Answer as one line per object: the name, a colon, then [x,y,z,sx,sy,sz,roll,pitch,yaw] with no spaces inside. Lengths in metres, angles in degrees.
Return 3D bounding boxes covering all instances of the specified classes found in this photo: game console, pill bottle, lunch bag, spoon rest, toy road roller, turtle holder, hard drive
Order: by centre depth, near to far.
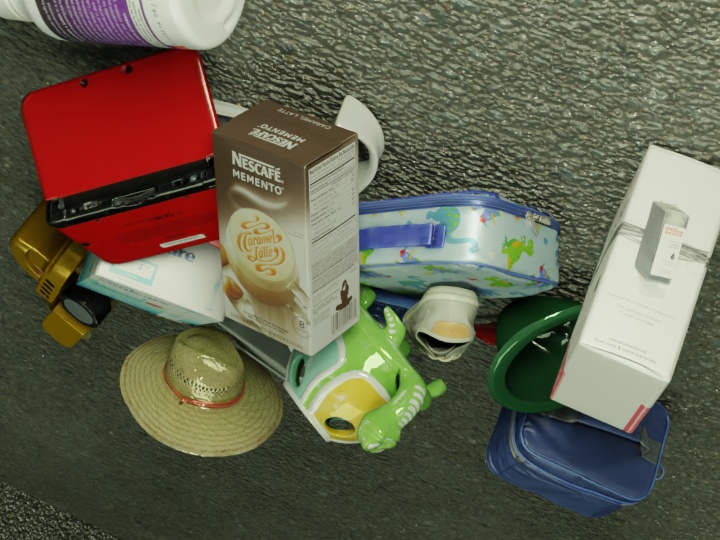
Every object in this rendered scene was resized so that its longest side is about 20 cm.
pill bottle: [-0.201,-0.237,1.158,0.199,0.112,0.112,7,154,25]
spoon rest: [-0.028,-0.085,1.386,0.060,0.100,0.200,25,145,-8]
lunch bag: [0.080,-0.023,1.388,0.199,0.083,0.160,-4,168,43]
game console: [-0.202,-0.105,1.406,0.199,0.119,0.172,-13,154,21]
turtle holder: [0.005,0.117,1.461,0.186,0.132,0.141,51,176,31]
lunch bag: [0.263,0.199,1.702,0.199,0.136,0.132,22,157,-6]
hard drive: [-0.100,0.100,1.705,0.132,0.026,0.200,34,171,13]
toy road roller: [-0.351,-0.007,1.770,0.146,0.123,0.200,39,154,-6]

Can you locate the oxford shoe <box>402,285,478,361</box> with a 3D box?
oxford shoe: [0.080,0.065,1.459,0.075,0.058,0.200,5,166,-2]

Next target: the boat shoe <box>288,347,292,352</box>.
boat shoe: [-0.001,0.098,1.611,0.068,0.072,0.200,-7,141,35]

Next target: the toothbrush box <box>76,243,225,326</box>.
toothbrush box: [-0.222,-0.003,1.600,0.146,0.086,0.200,21,170,-15]

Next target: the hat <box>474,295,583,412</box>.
hat: [0.182,0.040,1.574,0.199,0.177,0.166,-28,139,9]

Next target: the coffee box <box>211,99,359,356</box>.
coffee box: [-0.066,-0.039,1.331,0.114,0.080,0.201,22,129,32]

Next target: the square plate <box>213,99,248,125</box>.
square plate: [-0.158,-0.126,1.468,0.199,0.029,0.198,16,156,9]

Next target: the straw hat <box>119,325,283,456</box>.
straw hat: [-0.178,0.113,1.678,0.200,0.201,0.085,19,128,2]

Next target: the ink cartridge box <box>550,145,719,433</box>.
ink cartridge box: [0.241,0.016,1.247,0.084,0.201,0.146,23,157,6]

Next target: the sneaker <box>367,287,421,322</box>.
sneaker: [0.000,0.000,1.549,0.199,0.078,0.070,19,152,-1]

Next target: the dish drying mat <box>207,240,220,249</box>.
dish drying mat: [-0.159,-0.073,1.471,0.199,0.077,0.018,28,-164,-18]

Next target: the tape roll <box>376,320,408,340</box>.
tape roll: [-0.036,0.040,1.676,0.201,0.071,0.203,17,157,8]
